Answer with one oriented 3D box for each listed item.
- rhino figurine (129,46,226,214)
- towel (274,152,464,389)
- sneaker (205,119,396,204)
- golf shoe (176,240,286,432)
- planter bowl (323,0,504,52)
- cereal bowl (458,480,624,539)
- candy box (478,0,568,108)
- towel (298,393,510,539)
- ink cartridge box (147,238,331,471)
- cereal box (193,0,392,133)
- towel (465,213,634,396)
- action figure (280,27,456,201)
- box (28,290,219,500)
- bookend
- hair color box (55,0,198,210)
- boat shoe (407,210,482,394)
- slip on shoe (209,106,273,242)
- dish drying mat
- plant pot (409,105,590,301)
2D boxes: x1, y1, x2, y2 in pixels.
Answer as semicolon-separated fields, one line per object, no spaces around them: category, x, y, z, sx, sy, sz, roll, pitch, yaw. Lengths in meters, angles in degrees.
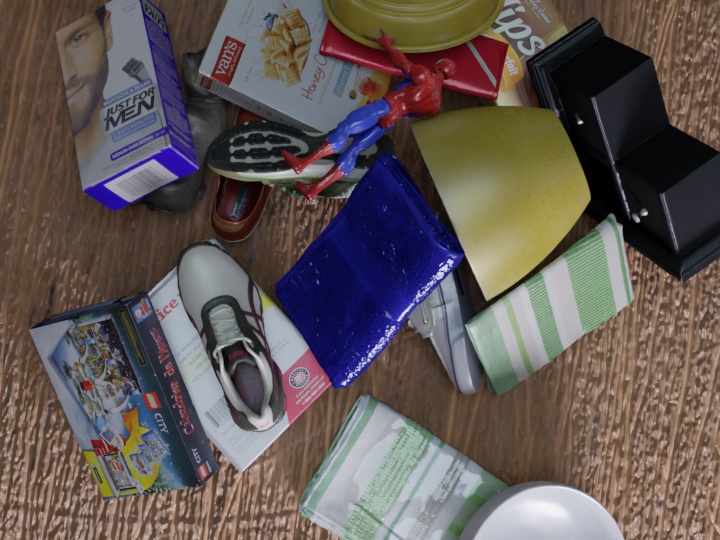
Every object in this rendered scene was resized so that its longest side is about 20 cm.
rhino figurine;-0.193;-0.155;1.167;0.086;0.060;0.203;23;83;1
towel;0.000;0.000;1.070;0.201;0.049;0.148;-51;53;24
sneaker;-0.064;-0.099;1.125;0.196;0.089;0.078;3;50;-6
golf shoe;-0.124;0.061;1.060;0.076;0.088;0.202;-24;87;-6
planter bowl;0.056;-0.326;1.127;0.197;0.084;0.203;-2;50;2
cereal bowl;0.185;0.323;1.146;0.197;0.083;0.204;0;90;-14
candy box;0.177;-0.242;1.207;0.114;0.055;0.202;-29;88;-6
towel;0.050;0.248;1.174;0.198;0.031;0.150;32;85;-2
ink cartridge box;-0.142;0.088;1.141;0.145;0.083;0.200;-42;90;-7
cereal box;-0.065;-0.226;1.163;0.198;0.039;0.146;24;71;-14
towel;0.208;0.041;1.157;0.199;0.153;0.023;-35;50;-7
action figure;0.003;-0.163;1.070;0.199;0.066;0.099;-34;48;-9
box;-0.241;0.132;1.094;0.135;0.038;0.203;-13;105;28
bookend;0.283;-0.126;1.099;0.091;0.200;0.200;-33;127;-7
hair color box;-0.244;-0.178;1.114;0.108;0.065;0.203;-24;63;15
boat shoe;0.082;0.040;1.180;0.069;0.071;0.203;-14;91;21
slip on shoe;-0.115;-0.130;1.171;0.073;0.061;0.203;19;82;-1
dish drying mat;0.059;-0.241;1.156;0.197;0.018;0.078;16;70;-1
plant pot;0.154;-0.088;1.109;0.140;0.200;0.203;-23;88;6
